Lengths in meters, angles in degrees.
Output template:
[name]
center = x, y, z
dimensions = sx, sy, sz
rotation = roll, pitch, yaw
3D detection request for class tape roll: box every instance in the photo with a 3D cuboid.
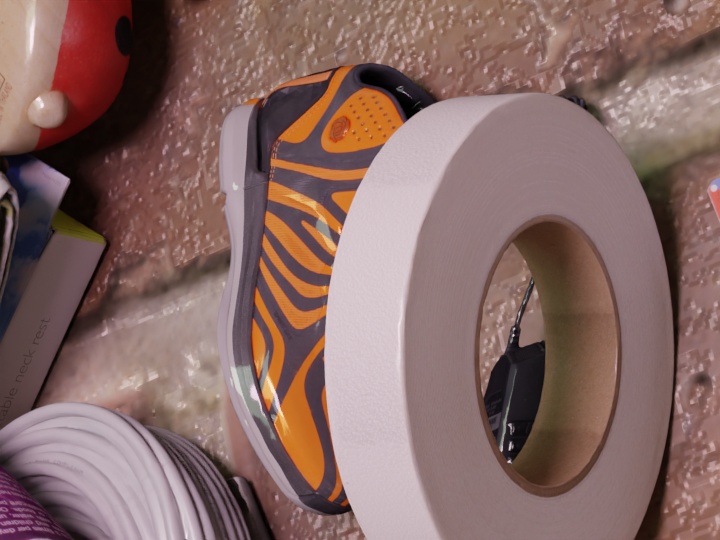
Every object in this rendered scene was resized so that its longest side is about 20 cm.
[tape roll]
center = 0.058, 0.033, 0.961
dimensions = 0.037, 0.203, 0.203
rotation = -1, 80, 35

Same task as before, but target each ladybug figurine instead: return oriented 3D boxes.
[ladybug figurine]
center = -0.156, -0.133, 1.205
dimensions = 0.200, 0.072, 0.136
rotation = -108, 32, -42

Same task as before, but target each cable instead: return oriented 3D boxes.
[cable]
center = -0.125, 0.163, 1.139
dimensions = 0.200, 0.069, 0.200
rotation = -55, 49, 19

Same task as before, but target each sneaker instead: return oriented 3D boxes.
[sneaker]
center = 0.000, 0.000, 1.085
dimensions = 0.112, 0.078, 0.200
rotation = -20, 70, 33

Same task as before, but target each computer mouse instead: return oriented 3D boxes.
[computer mouse]
center = 0.078, 0.023, 1.053
dimensions = 0.034, 0.059, 0.200
rotation = 12, 82, -6

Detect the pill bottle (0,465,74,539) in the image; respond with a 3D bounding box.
[pill bottle]
center = -0.171, 0.143, 1.061
dimensions = 0.200, 0.112, 0.112
rotation = 36, 102, 42

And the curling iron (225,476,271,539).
[curling iron]
center = -0.035, 0.184, 1.105
dimensions = 0.050, 0.026, 0.200
rotation = -27, 66, 27

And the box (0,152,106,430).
[box]
center = -0.208, 0.025, 1.248
dimensions = 0.122, 0.048, 0.200
rotation = 31, 99, 35

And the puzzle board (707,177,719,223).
[puzzle board]
center = 0.227, 0.018, 0.956
dimensions = 0.151, 0.017, 0.200
rotation = -31, 64, 27

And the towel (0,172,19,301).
[towel]
center = -0.243, -0.008, 1.193
dimensions = 0.200, 0.048, 0.171
rotation = 34, 119, 35
